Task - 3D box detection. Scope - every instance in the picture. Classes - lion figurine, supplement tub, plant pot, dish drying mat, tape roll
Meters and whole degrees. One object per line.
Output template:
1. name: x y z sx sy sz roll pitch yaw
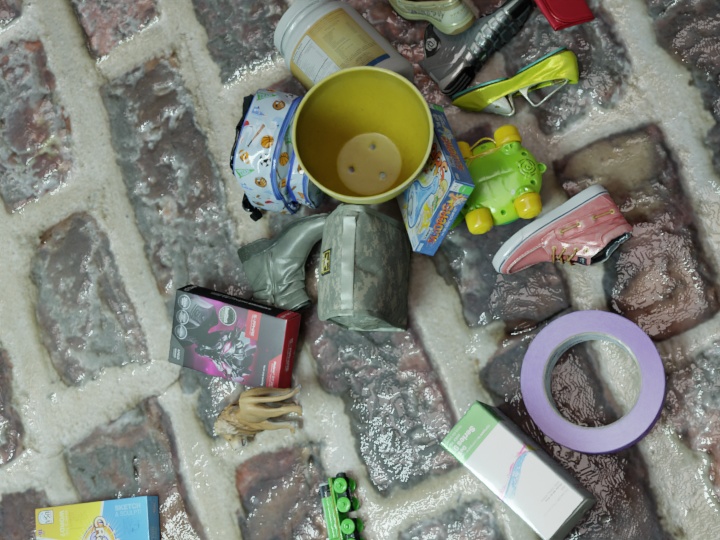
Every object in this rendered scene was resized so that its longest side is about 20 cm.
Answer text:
1. lion figurine: -0.153 0.206 1.746 0.122 0.200 0.073 4 60 -8
2. supplement tub: -0.028 -0.327 1.827 0.145 0.145 0.200 -44 70 4
3. plant pot: 0.009 -0.178 1.706 0.199 0.142 0.201 -1 76 5
4. dish drying mat: 0.284 -0.460 1.810 0.077 0.018 0.200 -19 69 -21
5. tape roll: 0.331 0.159 1.658 0.199 0.066 0.201 -4 77 16

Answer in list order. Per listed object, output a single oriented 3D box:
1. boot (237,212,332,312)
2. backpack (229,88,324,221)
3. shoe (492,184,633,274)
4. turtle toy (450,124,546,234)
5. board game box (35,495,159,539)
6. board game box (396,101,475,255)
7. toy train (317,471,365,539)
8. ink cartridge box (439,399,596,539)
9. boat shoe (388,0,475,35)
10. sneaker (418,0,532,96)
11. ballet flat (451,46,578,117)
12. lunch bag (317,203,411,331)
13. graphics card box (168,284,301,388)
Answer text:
1. boot: -0.096 -0.003 1.820 0.200 0.068 0.131 -25 75 27
2. backpack: -0.121 -0.185 1.802 0.154 0.190 0.201 8 80 18
3. shoe: 0.296 -0.036 1.705 0.200 0.071 0.091 -34 65 3
4. turtle toy: 0.183 -0.119 1.742 0.199 0.101 0.146 -18 73 13
5. board game box: -0.412 0.441 1.839 0.199 0.040 0.154 -10 76 15
6. board game box: 0.100 -0.138 1.722 0.136 0.034 0.200 -61 28 33
7. toy train: -0.023 0.401 1.731 0.056 0.042 0.201 -18 74 24
8. ink cartridge box: 0.222 0.280 1.623 0.200 0.145 0.088 40 92 20
9. boat shoe: 0.105 -0.427 1.816 0.073 0.063 0.200 -42 42 -12
10. sneaker: 0.165 -0.379 1.818 0.200 0.075 0.115 -47 68 4
11. ballet flat: 0.239 -0.273 1.780 0.200 0.067 0.067 -22 86 11
12. lunch bag: 0.000 0.000 1.721 0.117 0.200 0.165 1 80 17
13. graphics card box: -0.198 0.105 1.819 0.199 0.051 0.126 15 107 20
